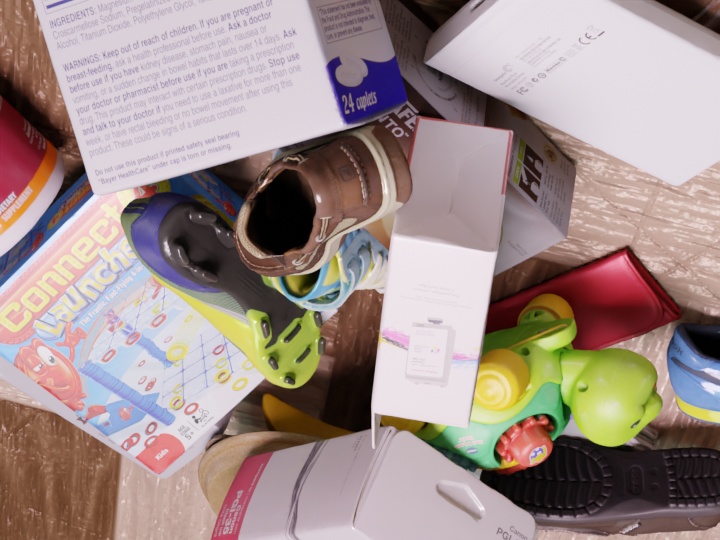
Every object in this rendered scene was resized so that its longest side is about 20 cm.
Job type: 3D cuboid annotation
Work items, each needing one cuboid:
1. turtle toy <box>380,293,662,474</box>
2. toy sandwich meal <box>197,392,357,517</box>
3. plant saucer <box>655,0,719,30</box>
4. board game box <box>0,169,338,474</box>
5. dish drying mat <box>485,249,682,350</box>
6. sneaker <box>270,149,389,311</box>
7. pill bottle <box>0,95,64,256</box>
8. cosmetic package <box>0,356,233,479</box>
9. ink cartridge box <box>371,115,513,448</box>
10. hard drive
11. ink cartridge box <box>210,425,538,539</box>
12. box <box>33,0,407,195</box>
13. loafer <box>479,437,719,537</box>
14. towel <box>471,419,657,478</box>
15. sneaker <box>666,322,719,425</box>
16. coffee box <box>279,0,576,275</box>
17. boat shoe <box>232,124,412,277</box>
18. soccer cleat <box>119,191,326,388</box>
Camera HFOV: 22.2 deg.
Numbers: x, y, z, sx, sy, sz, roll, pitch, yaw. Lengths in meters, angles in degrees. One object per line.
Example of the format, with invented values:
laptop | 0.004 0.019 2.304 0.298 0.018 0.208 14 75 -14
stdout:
turtle toy | 0.114 0.088 1.296 0.199 0.146 0.101 -16 103 30
toy sandwich meal | -0.029 0.169 1.466 0.204 0.070 0.205 11 143 8
plant saucer | 0.154 -0.204 1.106 0.199 0.032 0.201 8 136 8
board game box | -0.154 0.022 1.356 0.200 0.056 0.196 -43 114 15
dish drying mat | 0.136 0.045 1.373 0.200 0.018 0.077 -24 123 35
sneaker | 0.000 0.000 1.288 0.079 0.131 0.200 -28 121 35
pill bottle | -0.314 -0.103 1.292 0.113 0.113 0.200 -24 123 35
cosmetic package | -0.204 0.074 1.470 0.200 0.074 0.102 33 134 -19
ink cartridge box | 0.050 0.016 1.180 0.067 0.117 0.200 9 135 3
hard drive | 0.158 -0.125 1.148 0.200 0.027 0.132 24 150 -20
ink cartridge box | 0.006 0.190 1.320 0.146 0.083 0.200 35 152 -22
box | -0.093 -0.167 1.106 0.183 0.105 0.201 -13 98 28
loafer | 0.190 0.178 1.405 0.199 0.073 0.071 3 143 13
towel | 0.119 0.135 1.455 0.200 0.031 0.149 -25 129 38
sneaker | 0.318 0.068 1.307 0.199 0.066 0.079 2 131 16
coffee box | 0.037 -0.085 1.225 0.114 0.080 0.200 -28 121 34
boat shoe | -0.046 -0.038 1.128 0.075 0.075 0.202 65 151 6
soccer cleat | -0.095 0.011 1.298 0.084 0.065 0.200 18 157 45
